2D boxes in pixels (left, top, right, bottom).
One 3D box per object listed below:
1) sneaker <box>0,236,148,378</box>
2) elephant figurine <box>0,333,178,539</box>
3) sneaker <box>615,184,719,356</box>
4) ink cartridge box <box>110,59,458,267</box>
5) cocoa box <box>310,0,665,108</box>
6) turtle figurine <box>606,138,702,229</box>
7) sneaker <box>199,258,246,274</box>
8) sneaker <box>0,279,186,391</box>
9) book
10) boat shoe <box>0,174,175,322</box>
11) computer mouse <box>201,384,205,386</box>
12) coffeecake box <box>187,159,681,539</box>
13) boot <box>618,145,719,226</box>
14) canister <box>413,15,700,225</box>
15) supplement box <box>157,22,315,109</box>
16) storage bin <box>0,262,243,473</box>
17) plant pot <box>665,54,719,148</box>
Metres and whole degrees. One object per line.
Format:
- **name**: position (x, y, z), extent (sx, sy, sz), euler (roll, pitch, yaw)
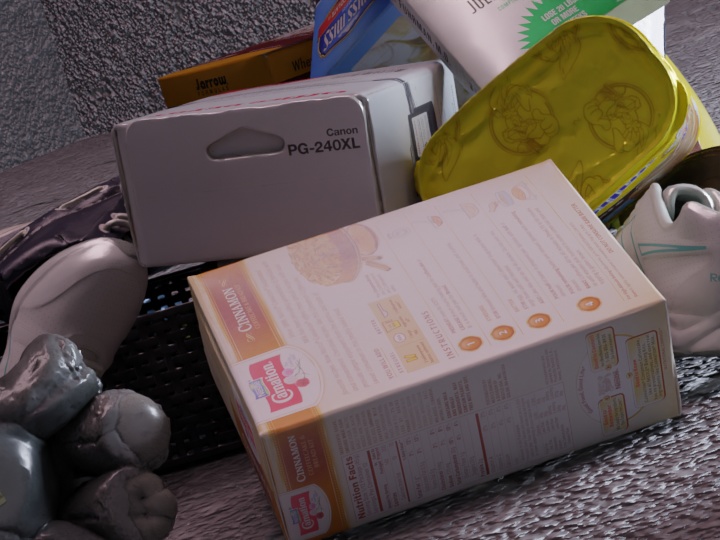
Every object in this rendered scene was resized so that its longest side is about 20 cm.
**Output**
- **sneaker**: position (-0.172, 0.073, 1.231), extent (0.200, 0.070, 0.080), euler (-54, 40, 13)
- **elephant figurine**: position (-0.181, 0.117, 1.096), extent (0.200, 0.155, 0.142), euler (-22, 37, 60)
- **sneaker**: position (0.166, -0.007, 1.174), extent (0.070, 0.080, 0.200), euler (-3, 7, -11)
- **ink cartridge box**: position (-0.034, -0.062, 1.271), extent (0.145, 0.083, 0.200), euler (-6, 9, 17)
- **cocoa box**: position (0.084, -0.167, 1.476), extent (0.200, 0.131, 0.133), euler (17, -33, -22)
- **turtle figurine**: position (0.137, -0.062, 1.434), extent (0.161, 0.200, 0.064), euler (2, 33, -21)
- **sneaker**: position (0.000, -0.001, 1.295), extent (0.108, 0.067, 0.201), euler (-37, -26, 21)
- **sneaker**: position (-0.184, 0.071, 1.481), extent (0.200, 0.131, 0.080), euler (-55, 3, 40)
- **book**: position (0.072, -0.199, 1.351), extent (0.134, 0.200, 0.048), euler (-33, -27, -11)
- **boat shoe**: position (-0.139, -0.019, 1.369), extent (0.200, 0.075, 0.093), euler (-28, 18, -14)
- **computer mouse**: position (-0.013, 0.039, 1.451), extent (0.200, 0.034, 0.059), euler (-19, 9, -12)
- **coffeecake box**: position (0.033, 0.036, 1.102), extent (0.200, 0.073, 0.154), euler (-18, 33, -8)
- **boot**: position (0.202, -0.028, 1.322), extent (0.097, 0.075, 0.200), euler (-21, 11, -36)
- **canister**: position (0.121, -0.071, 1.284), extent (0.149, 0.087, 0.200), euler (-41, -8, 11)
- **supplement box**: position (-0.002, -0.076, 1.588), extent (0.197, 0.200, 0.133), euler (-24, 11, -36)
- **storage bin**: position (-0.150, 0.069, 1.348), extent (0.200, 0.094, 0.135), euler (-17, 9, 8)
- **plant pot**: position (0.165, -0.116, 1.694), extent (0.200, 0.142, 0.200), euler (-17, 9, 3)
